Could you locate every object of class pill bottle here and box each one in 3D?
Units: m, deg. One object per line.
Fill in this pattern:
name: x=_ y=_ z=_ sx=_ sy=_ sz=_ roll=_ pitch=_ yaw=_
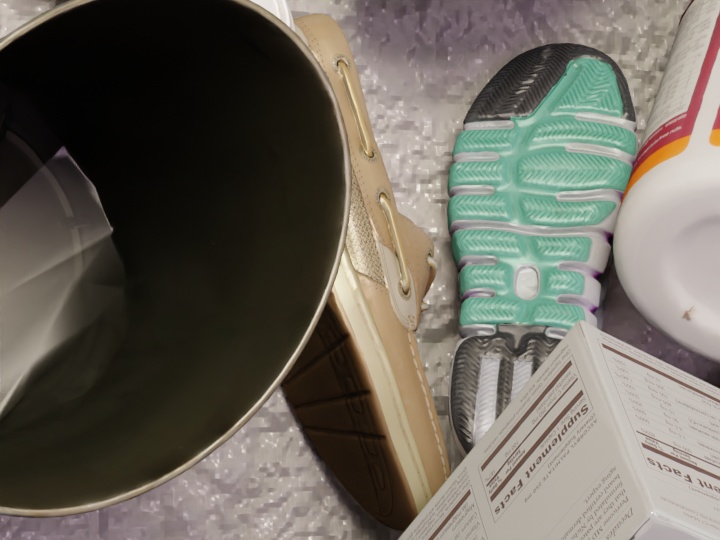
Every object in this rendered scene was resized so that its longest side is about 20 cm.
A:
pill bottle: x=0.174 y=-0.064 z=1.028 sx=0.110 sy=0.110 sz=0.200 roll=44 pitch=43 yaw=-21

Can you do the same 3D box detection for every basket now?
basket: x=-0.121 y=-0.005 z=0.834 sx=0.180 sy=0.200 sz=0.136 roll=-47 pitch=110 yaw=-23

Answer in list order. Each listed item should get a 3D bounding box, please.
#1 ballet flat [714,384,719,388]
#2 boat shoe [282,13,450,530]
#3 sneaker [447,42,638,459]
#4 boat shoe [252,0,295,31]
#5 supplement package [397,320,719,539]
ballet flat: x=0.156 y=0.144 z=1.065 sx=0.069 sy=0.063 sz=0.200 roll=9 pitch=83 yaw=-31
boat shoe: x=0.000 y=0.000 z=0.978 sx=0.064 sy=0.071 sz=0.200 roll=-22 pitch=97 yaw=-28
sneaker: x=0.069 y=0.006 z=1.034 sx=0.074 sy=0.088 sz=0.200 roll=8 pitch=61 yaw=9
boat shoe: x=-0.085 y=-0.153 z=0.915 sx=0.071 sy=0.069 sz=0.200 roll=-36 pitch=92 yaw=-28
supplement package: x=0.093 y=0.149 z=0.944 sx=0.156 sy=0.111 sz=0.200 roll=25 pitch=117 yaw=-26
